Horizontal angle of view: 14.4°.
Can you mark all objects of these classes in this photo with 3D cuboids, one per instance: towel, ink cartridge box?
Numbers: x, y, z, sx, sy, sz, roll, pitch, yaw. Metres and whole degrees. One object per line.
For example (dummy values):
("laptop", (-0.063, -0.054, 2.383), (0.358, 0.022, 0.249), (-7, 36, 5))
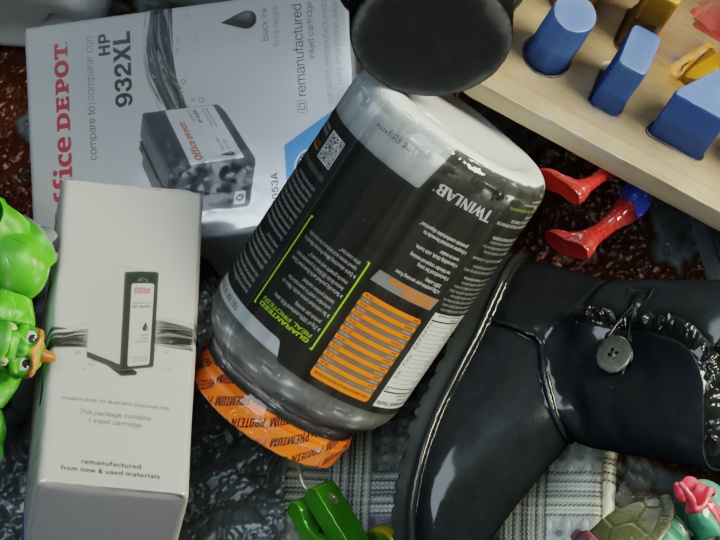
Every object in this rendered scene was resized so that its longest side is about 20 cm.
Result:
("towel", (0.051, 0.119, 1.621), (0.191, 0.035, 0.201), (0, 77, 14))
("ink cartridge box", (-0.091, -0.076, 1.671), (0.199, 0.084, 0.146), (-7, 75, 9))
("ink cartridge box", (-0.138, 0.073, 1.570), (0.084, 0.146, 0.201), (6, 53, -8))

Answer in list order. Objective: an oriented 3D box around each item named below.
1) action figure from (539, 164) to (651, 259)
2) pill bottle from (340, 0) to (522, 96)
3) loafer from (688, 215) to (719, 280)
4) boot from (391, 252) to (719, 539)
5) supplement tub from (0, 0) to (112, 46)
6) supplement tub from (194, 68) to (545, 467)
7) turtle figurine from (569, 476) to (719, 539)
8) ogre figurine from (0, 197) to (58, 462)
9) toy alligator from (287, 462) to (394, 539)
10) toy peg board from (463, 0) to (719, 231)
("action figure", (0.162, -0.090, 1.621), (0.200, 0.066, 0.099), (-33, 43, -28))
("pill bottle", (0.039, -0.193, 1.527), (0.111, 0.112, 0.201), (-8, 47, 9))
("loafer", (0.217, 0.033, 1.591), (0.072, 0.073, 0.201), (-8, 64, 19))
("boot", (0.120, 0.086, 1.533), (0.167, 0.076, 0.201), (10, 68, 31))
("supplement tub", (-0.210, -0.250, 1.712), (0.144, 0.145, 0.201), (4, 75, 12))
("supplement tub", (0.000, 0.000, 1.545), (0.122, 0.122, 0.200), (40, 105, 19))
("turtle figurine", (0.146, 0.176, 1.499), (0.200, 0.150, 0.101), (-40, 88, -2))
("ogre figurine", (-0.226, 0.027, 1.492), (0.098, 0.119, 0.201), (-28, 51, 49))
("toy alligator", (-0.010, 0.164, 1.582), (0.200, 0.059, 0.054), (52, 133, 19))
("toy peg board", (0.188, -0.149, 1.553), (0.199, 0.098, 0.200), (27, 58, -2))
